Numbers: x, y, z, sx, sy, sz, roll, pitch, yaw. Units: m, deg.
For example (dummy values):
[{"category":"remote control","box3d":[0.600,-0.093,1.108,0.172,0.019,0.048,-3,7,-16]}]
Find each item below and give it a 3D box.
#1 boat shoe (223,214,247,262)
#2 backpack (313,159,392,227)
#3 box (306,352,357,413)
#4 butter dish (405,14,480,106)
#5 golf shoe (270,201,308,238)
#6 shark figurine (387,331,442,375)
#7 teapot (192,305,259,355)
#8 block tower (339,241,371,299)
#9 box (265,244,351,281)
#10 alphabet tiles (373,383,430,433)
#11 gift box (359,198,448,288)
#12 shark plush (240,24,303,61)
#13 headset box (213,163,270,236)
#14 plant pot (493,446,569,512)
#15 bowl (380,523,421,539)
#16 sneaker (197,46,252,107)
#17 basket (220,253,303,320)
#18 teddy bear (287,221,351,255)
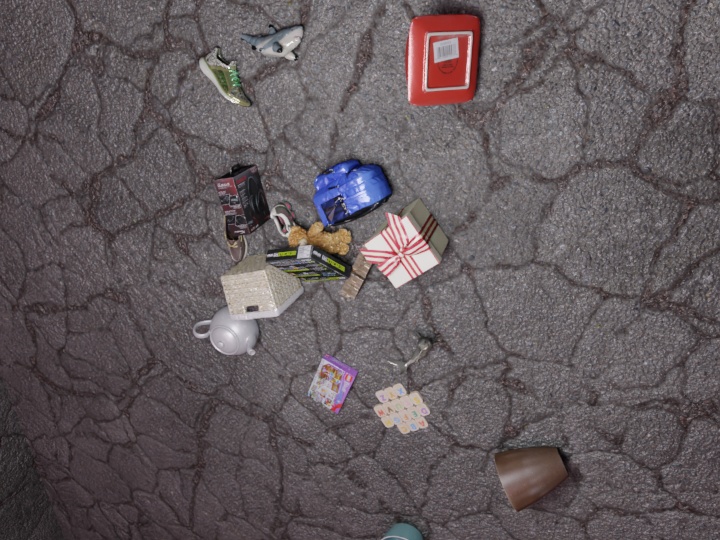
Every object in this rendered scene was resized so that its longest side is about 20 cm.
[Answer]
[{"category":"boat shoe","box3d":[-0.426,-0.115,1.813,0.071,0.060,0.203,12,119,14]},{"category":"backpack","box3d":[-0.023,-0.230,1.540,0.197,0.163,0.170,-17,105,28]},{"category":"box","box3d":[-0.104,0.413,1.960,0.135,0.039,0.202,28,122,7]},{"category":"butter dish","box3d":[0.181,-0.524,1.333,0.197,0.148,0.203,-11,119,-20]},{"category":"golf shoe","box3d":[-0.219,-0.119,1.716,0.077,0.088,0.201,-31,103,29]},{"category":"shark figurine","box3d":[0.181,0.250,1.762,0.090,0.127,0.215,55,143,18]},{"category":"teapot","box3d":[-0.479,0.232,1.956,0.198,0.146,0.199,-29,102,31]},{"category":"block tower","box3d":[0.000,0.000,1.707,0.053,0.058,0.202,30,124,5]},{"category":"box","box3d":[-0.161,-0.018,1.669,0.198,0.192,0.048,-4,70,38]},{"category":"alphabet tiles","box3d":[0.146,0.497,1.918,0.198,0.015,0.197,-27,103,29]},{"category":"gift box","box3d":[0.120,-0.083,1.541,0.184,0.187,0.200,-37,99,31]},{"category":"shark plush","box3d":[-0.245,-0.643,1.503,0.198,0.090,0.085,18,102,36]},{"category":"headset box","box3d":[-0.368,-0.230,1.682,0.076,0.149,0.203,-3,113,22]},{"category":"plant pot","box3d":[0.566,0.656,1.751,0.198,0.187,0.189,-26,104,15]},{"category":"bowl","box3d":[0.176,1.095,2.148,0.197,0.105,0.204,8,117,17]},{"category":"sneaker","box3d":[-0.384,-0.567,1.572,0.088,0.077,0.200,-40,98,23]},{"category":"basket","box3d":[-0.326,0.049,1.775,0.195,0.200,0.163,-7,111,25]},{"category":"teddy bear","box3d":[-0.124,-0.085,1.663,0.197,0.068,0.145,14,139,-26]}]
